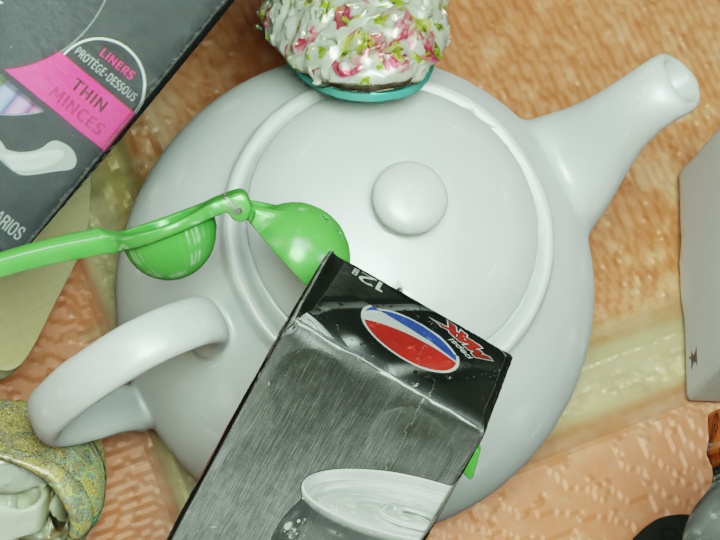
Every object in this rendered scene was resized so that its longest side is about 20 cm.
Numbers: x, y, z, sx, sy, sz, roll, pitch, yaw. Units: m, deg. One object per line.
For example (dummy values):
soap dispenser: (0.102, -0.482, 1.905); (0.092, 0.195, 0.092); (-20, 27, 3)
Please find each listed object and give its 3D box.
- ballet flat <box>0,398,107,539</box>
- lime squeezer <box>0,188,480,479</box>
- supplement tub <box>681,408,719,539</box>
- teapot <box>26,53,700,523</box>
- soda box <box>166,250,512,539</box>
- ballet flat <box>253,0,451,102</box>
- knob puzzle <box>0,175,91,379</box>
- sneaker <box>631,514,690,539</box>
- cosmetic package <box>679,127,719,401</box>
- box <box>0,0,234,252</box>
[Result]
ballet flat: (-0.189, 0.077, 0.763); (0.198, 0.071, 0.071); (3, 71, -12)
lime squeezer: (-0.049, 0.005, 0.693); (0.199, 0.038, 0.071); (16, 113, -7)
supplement tub: (0.170, 0.144, 0.707); (0.122, 0.123, 0.202); (0, 80, -10)
teapot: (0.000, 0.000, 0.786); (0.196, 0.146, 0.201); (18, 70, -4)
soda box: (-0.030, 0.100, 0.674); (0.070, 0.063, 0.201); (29, 112, 2)
ballet flat: (-0.004, -0.120, 0.809); (0.075, 0.200, 0.064); (-2, 111, -2)
knob puzzle: (-0.185, -0.042, 0.791); (0.218, 0.030, 0.221); (15, 59, -26)
sneaker: (0.073, 0.137, 0.741); (0.104, 0.060, 0.200); (45, 41, -20)
cosmetic package: (0.235, 0.002, 0.868); (0.198, 0.071, 0.102); (4, 72, -9)
box: (-0.098, -0.122, 0.732); (0.122, 0.106, 0.200); (39, 95, -9)
